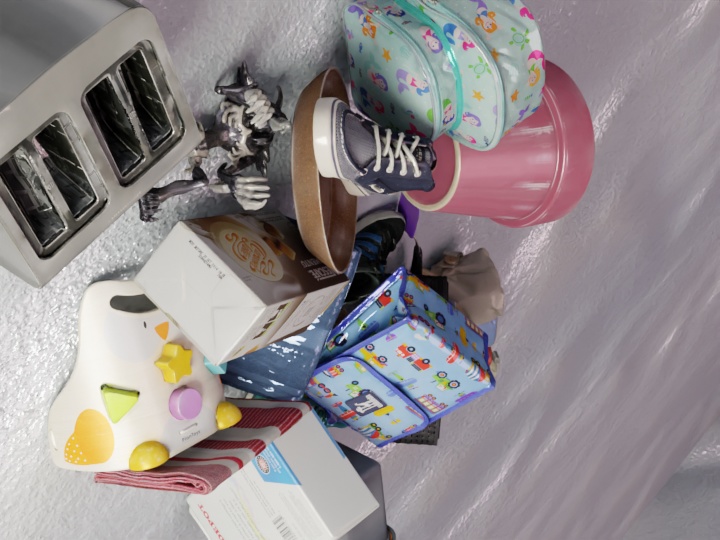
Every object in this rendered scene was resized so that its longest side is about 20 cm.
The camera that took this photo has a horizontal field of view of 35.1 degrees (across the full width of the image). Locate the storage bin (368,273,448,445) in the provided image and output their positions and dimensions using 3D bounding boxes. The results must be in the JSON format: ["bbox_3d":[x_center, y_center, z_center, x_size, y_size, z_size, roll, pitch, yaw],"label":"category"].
[{"bbox_3d":[0.061,0.114,1.454,0.136,0.093,0.201,-85,178,-48],"label":"storage bin"}]

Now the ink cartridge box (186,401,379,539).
[{"bbox_3d":[-0.093,0.263,1.287,0.084,0.145,0.200,-24,165,-46],"label":"ink cartridge box"}]

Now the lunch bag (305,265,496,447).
[{"bbox_3d":[0.030,0.115,1.310,0.200,0.094,0.150,-38,121,26],"label":"lunch bag"}]

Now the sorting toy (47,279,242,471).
[{"bbox_3d":[-0.203,0.080,1.100,0.199,0.106,0.181,-26,118,-44],"label":"sorting toy"}]

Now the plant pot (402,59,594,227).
[{"bbox_3d":[0.142,-0.144,1.327,0.178,0.200,0.201,-10,127,-34],"label":"plant pot"}]

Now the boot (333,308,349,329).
[{"bbox_3d":[-0.022,0.100,1.405,0.076,0.073,0.200,-59,149,-15],"label":"boot"}]

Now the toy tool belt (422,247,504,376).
[{"bbox_3d":[0.125,0.067,1.579,0.122,0.125,0.201,-7,129,-8],"label":"toy tool belt"}]

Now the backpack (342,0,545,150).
[{"bbox_3d":[0.083,-0.214,1.139,0.150,0.199,0.178,-42,148,-27],"label":"backpack"}]

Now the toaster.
[{"bbox_3d":[-0.229,-0.114,0.830,0.181,0.118,0.201,-46,148,-23],"label":"toaster"}]

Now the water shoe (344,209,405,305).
[{"bbox_3d":[0.000,0.000,1.331,0.200,0.079,0.072,-36,144,-36],"label":"water shoe"}]

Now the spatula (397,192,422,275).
[{"bbox_3d":[0.067,-0.034,1.433,0.020,0.057,0.201,-18,143,-6],"label":"spatula"}]

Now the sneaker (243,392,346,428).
[{"bbox_3d":[-0.074,0.162,1.366,0.199,0.079,0.078,4,114,-57],"label":"sneaker"}]

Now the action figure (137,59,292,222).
[{"bbox_3d":[-0.119,-0.111,1.024,0.199,0.102,0.120,-32,130,-37],"label":"action figure"}]

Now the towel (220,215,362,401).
[{"bbox_3d":[-0.081,0.043,1.228,0.049,0.111,0.201,-92,-155,-71],"label":"towel"}]

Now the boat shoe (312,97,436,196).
[{"bbox_3d":[0.019,-0.115,1.062,0.200,0.092,0.075,22,68,-77],"label":"boat shoe"}]

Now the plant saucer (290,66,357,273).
[{"bbox_3d":[-0.036,-0.098,1.118,0.200,0.034,0.202,-2,90,-79],"label":"plant saucer"}]

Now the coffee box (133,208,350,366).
[{"bbox_3d":[-0.106,0.010,1.081,0.080,0.114,0.200,-49,168,19],"label":"coffee box"}]

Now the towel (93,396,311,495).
[{"bbox_3d":[-0.156,0.170,1.155,0.200,0.143,0.023,-33,119,-58],"label":"towel"}]

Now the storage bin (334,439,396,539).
[{"bbox_3d":[-0.050,0.275,1.404,0.145,0.199,0.135,-29,130,-42],"label":"storage bin"}]
